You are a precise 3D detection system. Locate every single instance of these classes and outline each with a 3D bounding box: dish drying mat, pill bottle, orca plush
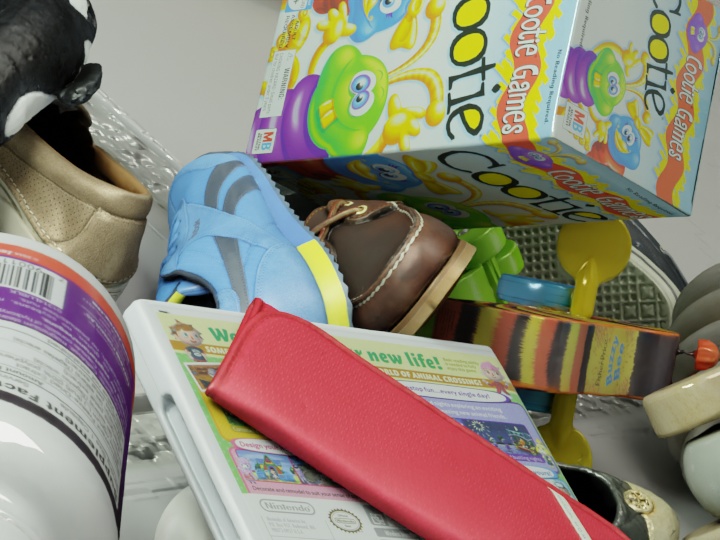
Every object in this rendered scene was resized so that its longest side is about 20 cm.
[{"bbox_3d":[0.032,0.082,1.102,0.200,0.018,0.077,34,30,-6],"label":"dish drying mat"},{"bbox_3d":[-0.136,0.075,0.938,0.111,0.112,0.200,26,22,-13],"label":"pill bottle"},{"bbox_3d":[-0.188,-0.096,1.230,0.105,0.071,0.200,14,39,40],"label":"orca plush"}]

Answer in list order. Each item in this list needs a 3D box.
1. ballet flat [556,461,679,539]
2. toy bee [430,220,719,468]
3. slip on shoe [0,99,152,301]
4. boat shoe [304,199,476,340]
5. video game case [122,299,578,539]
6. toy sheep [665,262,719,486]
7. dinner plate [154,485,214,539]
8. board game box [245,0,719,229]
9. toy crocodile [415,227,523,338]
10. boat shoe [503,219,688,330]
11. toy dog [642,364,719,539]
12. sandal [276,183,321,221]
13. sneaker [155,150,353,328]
[{"bbox_3d":[0.066,0.098,1.227,0.200,0.057,0.067,15,27,-30],"label":"ballet flat"},{"bbox_3d":[0.115,0.033,1.331,0.108,0.131,0.200,10,23,23],"label":"toy bee"},{"bbox_3d":[-0.153,-0.061,1.290,0.076,0.061,0.200,16,26,-34],"label":"slip on shoe"},{"bbox_3d":[0.000,0.000,1.279,0.070,0.070,0.200,42,-10,-5],"label":"boat shoe"},{"bbox_3d":[0.014,0.093,1.109,0.200,0.022,0.182,9,40,-40],"label":"video game case"},{"bbox_3d":[0.217,0.067,1.413,0.138,0.138,0.200,21,45,-23],"label":"toy sheep"},{"bbox_3d":[0.010,0.142,1.088,0.200,0.024,0.200,26,27,-15],"label":"dinner plate"},{"bbox_3d":[0.057,-0.085,1.296,0.200,0.105,0.103,-3,-21,45],"label":"board game box"},{"bbox_3d":[0.051,-0.006,1.452,0.200,0.062,0.068,-95,164,-67],"label":"toy crocodile"},{"bbox_3d":[0.115,-0.023,1.556,0.200,0.075,0.062,46,20,23],"label":"boat shoe"},{"bbox_3d":[0.227,0.068,1.295,0.132,0.200,0.096,52,-26,-10],"label":"toy dog"},{"bbox_3d":[0.018,-0.066,1.432,0.200,0.048,0.075,-13,28,-23],"label":"sandal"},{"bbox_3d":[-0.069,-0.003,1.271,0.078,0.066,0.200,-11,26,-16],"label":"sneaker"}]
